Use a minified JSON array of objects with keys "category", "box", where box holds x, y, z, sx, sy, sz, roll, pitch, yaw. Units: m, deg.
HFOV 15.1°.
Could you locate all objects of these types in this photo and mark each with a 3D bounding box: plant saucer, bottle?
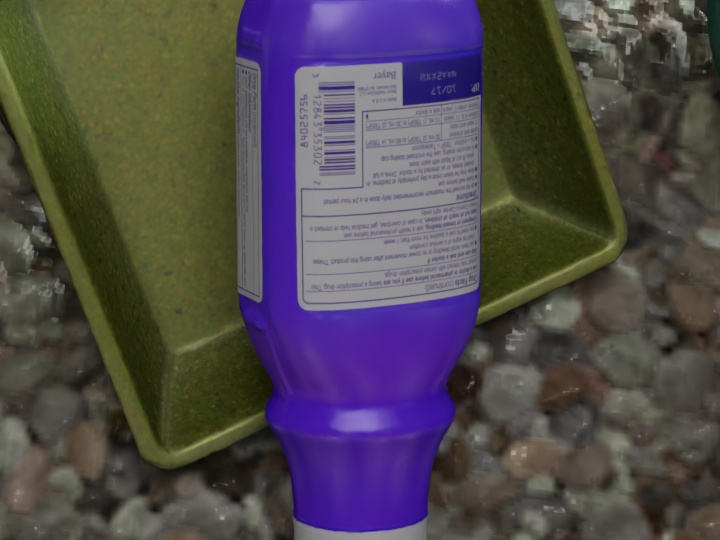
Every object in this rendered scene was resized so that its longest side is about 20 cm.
[{"category":"plant saucer","box":[-0.026,-0.060,0.968,0.199,0.048,0.200,-25,108,-14]},{"category":"bottle","box":[0.000,0.000,0.928,0.083,0.065,0.200,-7,104,-25]}]

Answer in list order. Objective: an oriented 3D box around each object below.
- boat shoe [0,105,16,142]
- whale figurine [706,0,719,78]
[{"category":"boat shoe","box":[-0.057,-0.119,1.018,0.200,0.073,0.074,-41,75,-19]},{"category":"whale figurine","box":[0.200,-0.082,0.960,0.104,0.200,0.159,-36,115,-18]}]
